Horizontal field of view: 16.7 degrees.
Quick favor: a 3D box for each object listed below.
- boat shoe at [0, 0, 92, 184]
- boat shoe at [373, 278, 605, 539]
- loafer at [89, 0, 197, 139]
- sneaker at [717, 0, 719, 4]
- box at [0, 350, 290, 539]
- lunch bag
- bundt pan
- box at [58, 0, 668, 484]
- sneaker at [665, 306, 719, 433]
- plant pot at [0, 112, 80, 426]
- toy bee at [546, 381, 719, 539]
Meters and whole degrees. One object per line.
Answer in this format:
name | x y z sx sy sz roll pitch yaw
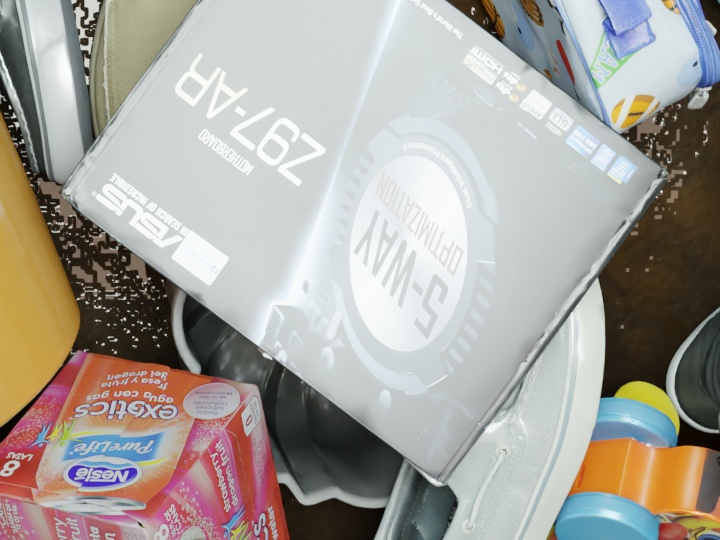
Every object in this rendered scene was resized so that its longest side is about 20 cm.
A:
boat shoe | -0.163 -0.134 1.096 0.056 0.069 0.202 -13 92 0
boat shoe | 0.048 0.082 1.075 0.071 0.070 0.202 7 109 -30
loafer | -0.082 -0.120 1.103 0.075 0.068 0.202 2 96 -8
sneaker | 0.180 -0.158 1.129 0.074 0.082 0.200 -45 100 -2
box | -0.090 0.147 1.066 0.095 0.100 0.201 9 129 25
lunch bag | 0.089 -0.153 1.077 0.075 0.160 0.201 -28 99 -4
bundt pan | 0.000 0.000 1.108 0.200 0.076 0.204 -8 112 -20
box | 0.001 -0.036 1.011 0.200 0.044 0.161 38 90 -6
sneaker | 0.228 0.001 1.146 0.071 0.099 0.200 40 89 -9
plant pot | -0.218 -0.019 1.045 0.199 0.200 0.184 -34 115 -3
toy bee | 0.137 0.116 1.117 0.109 0.199 0.132 38 74 -30
